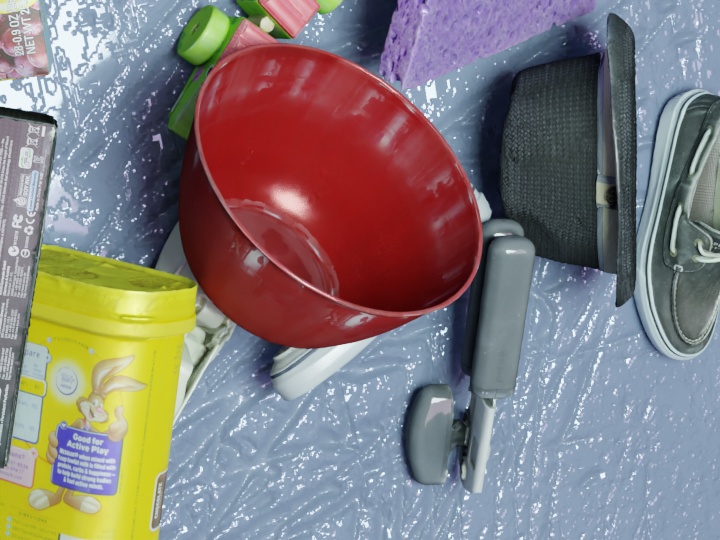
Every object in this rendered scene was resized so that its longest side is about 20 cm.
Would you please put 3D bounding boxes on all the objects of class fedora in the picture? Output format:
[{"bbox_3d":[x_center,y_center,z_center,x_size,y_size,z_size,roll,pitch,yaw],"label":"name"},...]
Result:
[{"bbox_3d":[0.143,-0.074,1.191,0.091,0.201,0.203,0,100,10],"label":"fedora"}]

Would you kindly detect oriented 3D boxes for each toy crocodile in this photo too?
[{"bbox_3d":[-0.056,-0.165,1.108,0.067,0.062,0.201,37,82,-26],"label":"toy crocodile"}]

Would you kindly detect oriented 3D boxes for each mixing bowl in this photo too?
[{"bbox_3d":[-0.035,-0.027,1.063,0.199,0.108,0.201,22,44,-22],"label":"mixing bowl"}]

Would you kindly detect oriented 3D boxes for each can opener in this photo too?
[{"bbox_3d":[0.072,0.063,1.188,0.066,0.053,0.202,0,116,-12],"label":"can opener"}]

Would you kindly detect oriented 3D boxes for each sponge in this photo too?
[{"bbox_3d":[0.097,-0.196,1.135,0.199,0.030,0.112,-27,143,-38],"label":"sponge"}]

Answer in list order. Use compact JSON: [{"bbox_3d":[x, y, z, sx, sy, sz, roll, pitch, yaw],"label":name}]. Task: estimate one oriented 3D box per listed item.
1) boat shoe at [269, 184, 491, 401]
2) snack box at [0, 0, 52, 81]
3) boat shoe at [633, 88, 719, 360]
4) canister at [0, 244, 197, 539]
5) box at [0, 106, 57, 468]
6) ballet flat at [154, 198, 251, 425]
[{"bbox_3d":[0.000,0.000,1.167,0.200,0.073,0.067,-45,99,-23],"label":"boat shoe"},{"bbox_3d":[-0.280,-0.182,0.959,0.198,0.068,0.170,-8,107,-5],"label":"snack box"},{"bbox_3d":[0.247,-0.030,1.271,0.071,0.071,0.202,-4,101,-25],"label":"boat shoe"},{"bbox_3d":[-0.180,0.095,1.045,0.086,0.147,0.202,-7,108,-61],"label":"canister"},{"bbox_3d":[-0.274,-0.001,0.953,0.191,0.048,0.202,8,101,-10],"label":"box"},{"bbox_3d":[-0.113,0.043,1.113,0.069,0.069,0.201,30,85,-26],"label":"ballet flat"}]
